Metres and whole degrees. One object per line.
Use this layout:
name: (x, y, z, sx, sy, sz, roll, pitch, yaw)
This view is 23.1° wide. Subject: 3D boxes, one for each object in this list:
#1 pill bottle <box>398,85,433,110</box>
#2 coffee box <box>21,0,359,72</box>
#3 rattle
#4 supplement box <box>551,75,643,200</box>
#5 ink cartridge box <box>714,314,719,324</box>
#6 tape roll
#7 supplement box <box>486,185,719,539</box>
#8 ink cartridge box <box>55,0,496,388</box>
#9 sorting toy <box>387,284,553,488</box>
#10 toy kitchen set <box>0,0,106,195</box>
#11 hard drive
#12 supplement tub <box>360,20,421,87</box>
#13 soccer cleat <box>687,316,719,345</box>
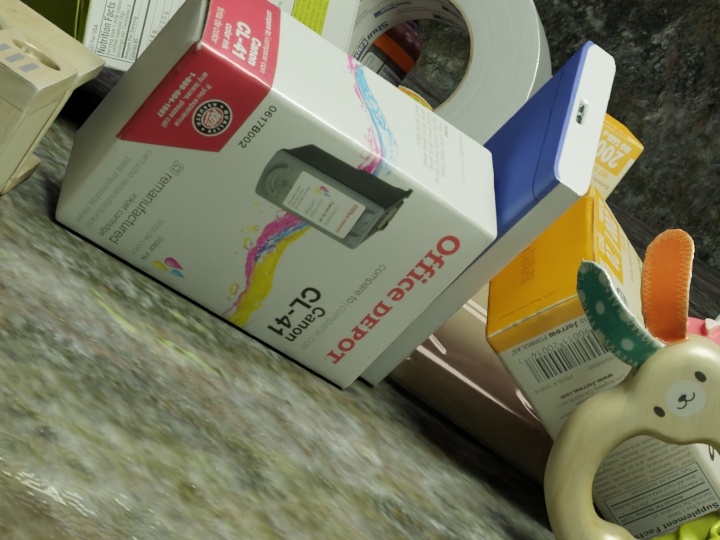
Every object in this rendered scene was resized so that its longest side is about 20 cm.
pill bottle: (0.019, -0.097, 1.519, 0.111, 0.111, 0.200, 34, 11, -6)
coffee box: (-0.125, -0.230, 1.192, 0.197, 0.201, 0.199, 9, 8, -34)
rattle: (0.153, 0.099, 0.892, 0.130, 0.201, 0.143, 10, 27, 16)
supplement box: (0.110, -0.059, 1.392, 0.126, 0.200, 0.074, 31, 14, -18)
ink cartridge box: (0.288, 0.071, 1.271, 0.084, 0.200, 0.145, 38, -19, 16)
tape roll: (0.036, -0.146, 1.273, 0.200, 0.200, 0.066, 39, -1, 20)
supplement box: (0.156, 0.068, 1.038, 0.200, 0.073, 0.126, 55, 21, -22)
ink cartridge box: (-0.044, -0.047, 0.968, 0.200, 0.148, 0.086, 32, 32, -20)
sorting toy: (0.096, 0.051, 1.173, 0.185, 0.037, 0.200, 36, 35, -3)
toy kitchen set: (-0.222, -0.158, 0.885, 0.200, 0.163, 0.180, 34, 11, -5)
hard drive: (0.070, -0.032, 1.034, 0.025, 0.200, 0.132, 34, 41, -13)
supplement tub: (-0.025, -0.160, 1.386, 0.107, 0.200, 0.107, 36, 1, 0)
soccer cleat: (0.254, 0.063, 1.153, 0.077, 0.199, 0.067, 60, 23, -53)
